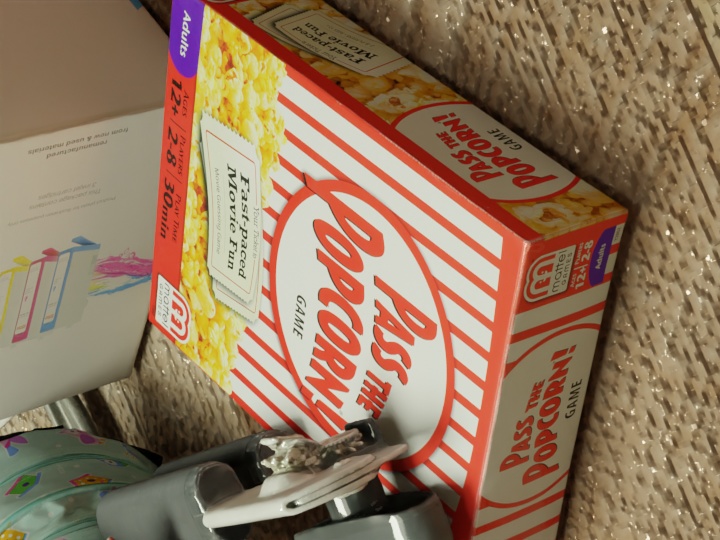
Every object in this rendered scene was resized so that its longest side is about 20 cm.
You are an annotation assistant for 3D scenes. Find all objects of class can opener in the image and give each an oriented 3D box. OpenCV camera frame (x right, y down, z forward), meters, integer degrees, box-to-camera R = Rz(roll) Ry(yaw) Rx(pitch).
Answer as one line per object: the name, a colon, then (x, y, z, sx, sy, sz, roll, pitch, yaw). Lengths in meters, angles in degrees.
can opener: (-0.040, 0.091, 0.728, 0.200, 0.052, 0.067, -15, 97, 60)

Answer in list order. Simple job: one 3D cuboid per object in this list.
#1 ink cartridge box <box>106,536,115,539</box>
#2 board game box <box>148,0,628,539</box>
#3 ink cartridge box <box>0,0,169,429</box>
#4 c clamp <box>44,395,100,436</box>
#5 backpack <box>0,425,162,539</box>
ink cartridge box: (-0.124, 0.183, 0.782, 0.200, 0.050, 0.109, -41, 105, 19)
board game box: (0.000, 0.000, 0.717, 0.200, 0.046, 0.152, 38, 133, 39)
ink cartridge box: (-0.167, -0.029, 0.864, 0.129, 0.125, 0.201, 51, 139, 29)
c clamp: (-0.183, 0.088, 1.023, 0.200, 0.027, 0.172, -33, 77, 55)
backpack: (-0.131, 0.173, 0.883, 0.127, 0.166, 0.201, 38, 118, 51)
